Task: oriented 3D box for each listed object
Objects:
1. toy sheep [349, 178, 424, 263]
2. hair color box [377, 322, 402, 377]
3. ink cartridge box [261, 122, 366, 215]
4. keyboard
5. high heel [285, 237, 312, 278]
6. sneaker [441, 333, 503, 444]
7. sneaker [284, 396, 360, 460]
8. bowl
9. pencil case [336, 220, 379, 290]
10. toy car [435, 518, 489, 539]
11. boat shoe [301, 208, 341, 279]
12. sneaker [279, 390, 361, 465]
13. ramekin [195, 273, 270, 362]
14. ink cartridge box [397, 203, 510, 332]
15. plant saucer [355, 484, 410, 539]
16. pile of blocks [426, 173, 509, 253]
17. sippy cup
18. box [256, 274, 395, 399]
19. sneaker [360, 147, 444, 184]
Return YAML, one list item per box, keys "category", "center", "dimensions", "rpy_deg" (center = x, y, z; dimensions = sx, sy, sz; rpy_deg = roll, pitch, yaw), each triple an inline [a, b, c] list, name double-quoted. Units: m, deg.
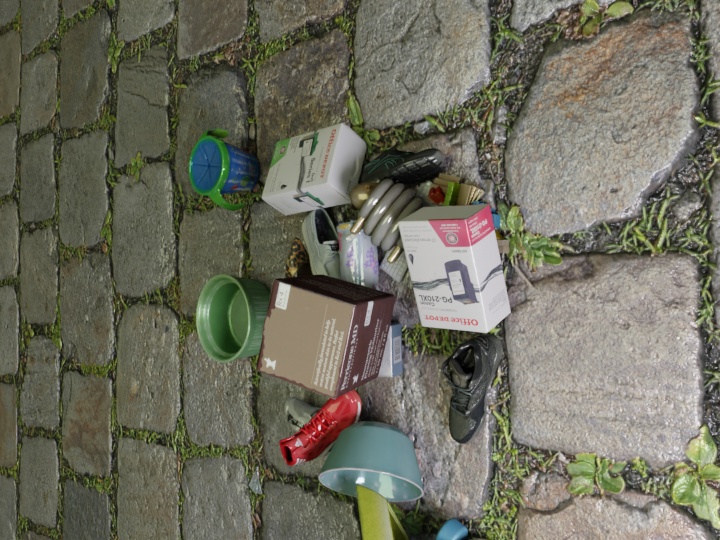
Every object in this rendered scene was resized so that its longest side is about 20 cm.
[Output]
- category: "toy sheep"
  center: [0.064, -0.093, 1.268]
  dimensions: [0.199, 0.138, 0.139]
  rpy_deg: [37, 115, 1]
- category: "hair color box"
  center: [-0.018, 0.154, 1.350]
  dimensions: [0.197, 0.060, 0.101]
  rpy_deg: [-1, 91, 25]
- category: "ink cartridge box"
  center: [-0.097, -0.209, 1.421]
  dimensions: [0.198, 0.084, 0.148]
  rpy_deg: [-7, 62, 40]
- category: "keyboard"
  center: [0.100, -0.076, 1.322]
  dimensions: [0.056, 0.011, 0.202]
  rpy_deg: [40, 114, 34]
- category: "high heel"
  center: [-0.089, 0.031, 1.439]
  dimensions: [0.141, 0.071, 0.204]
  rpy_deg: [4, 104, 44]
- category: "sneaker"
  center: [0.177, 0.210, 1.183]
  dimensions: [0.076, 0.113, 0.203]
  rpy_deg: [27, 108, 39]
- category: "sneaker"
  center: [-0.071, 0.306, 1.419]
  dimensions: [0.199, 0.075, 0.116]
  rpy_deg: [39, 113, 29]
- category: "bowl"
  center: [0.025, 0.354, 1.277]
  dimensions: [0.199, 0.200, 0.106]
  rpy_deg: [-21, 47, 38]
- category: "pencil case"
  center: [0.000, 0.000, 1.356]
  dimensions: [0.091, 0.082, 0.204]
  rpy_deg: [160, 106, -76]
- category: "toy car"
  center: [0.171, 0.573, 1.151]
  dimensions: [0.183, 0.176, 0.203]
  rpy_deg: [28, 119, 35]
- category: "boat shoe"
  center: [-0.069, -0.041, 1.419]
  dimensions: [0.072, 0.069, 0.203]
  rpy_deg: [-54, 52, 51]
- category: "sneaker"
  center: [-0.081, 0.312, 1.310]
  dimensions: [0.078, 0.115, 0.201]
  rpy_deg: [43, 118, 23]
- category: "ramekin"
  center: [-0.288, 0.111, 1.594]
  dimensions: [0.198, 0.097, 0.204]
  rpy_deg: [-2, 87, 40]
- category: "ink cartridge box"
  center: [0.162, -0.003, 1.170]
  dimensions: [0.143, 0.084, 0.203]
  rpy_deg: [2, 114, 43]
- category: "plant saucer"
  center: [0.058, 0.509, 1.207]
  dimensions: [0.047, 0.201, 0.201]
  rpy_deg: [-21, 32, 7]
- category: "pile of blocks"
  center: [0.189, -0.106, 1.209]
  dimensions: [0.200, 0.062, 0.083]
  rpy_deg: [48, 118, 28]
- category: "sippy cup"
  center: [-0.314, -0.238, 1.605]
  dimensions: [0.138, 0.129, 0.181]
  rpy_deg: [19, 100, 40]
- category: "box"
  center: [-0.057, 0.110, 1.223]
  dimensions: [0.162, 0.199, 0.169]
  rpy_deg: [16, 99, 21]
- category: "sneaker"
  center: [0.073, -0.204, 1.305]
  dimensions: [0.198, 0.075, 0.081]
  rpy_deg: [-16, 62, 39]
